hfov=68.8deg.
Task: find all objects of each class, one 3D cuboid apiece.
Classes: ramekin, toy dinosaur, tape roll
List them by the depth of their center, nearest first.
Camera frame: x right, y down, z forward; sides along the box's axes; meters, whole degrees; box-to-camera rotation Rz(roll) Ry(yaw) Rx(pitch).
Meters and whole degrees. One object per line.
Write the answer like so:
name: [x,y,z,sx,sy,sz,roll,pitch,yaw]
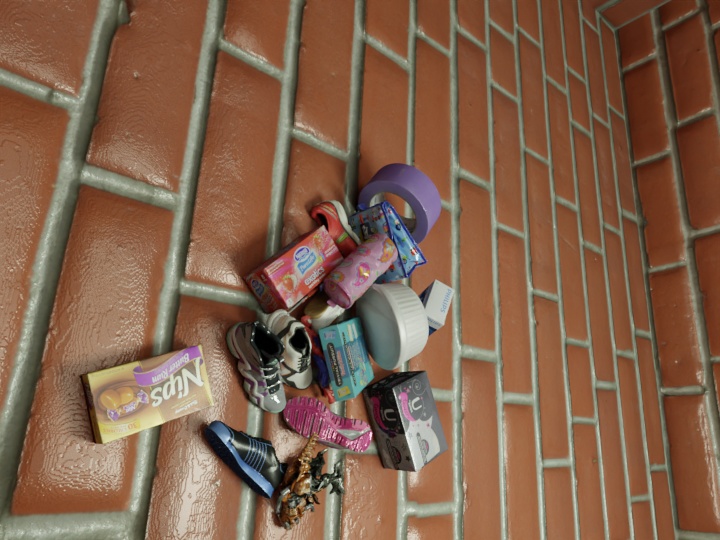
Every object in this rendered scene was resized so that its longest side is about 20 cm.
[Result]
toy dinosaur: [-0.104,0.419,1.042,0.135,0.201,0.102,-2,41,-45]
ramekin: [0.076,0.121,1.227,0.093,0.202,0.205,-15,89,-26]
tape roll: [0.098,-0.163,1.334,0.201,0.199,0.085,53,50,-18]

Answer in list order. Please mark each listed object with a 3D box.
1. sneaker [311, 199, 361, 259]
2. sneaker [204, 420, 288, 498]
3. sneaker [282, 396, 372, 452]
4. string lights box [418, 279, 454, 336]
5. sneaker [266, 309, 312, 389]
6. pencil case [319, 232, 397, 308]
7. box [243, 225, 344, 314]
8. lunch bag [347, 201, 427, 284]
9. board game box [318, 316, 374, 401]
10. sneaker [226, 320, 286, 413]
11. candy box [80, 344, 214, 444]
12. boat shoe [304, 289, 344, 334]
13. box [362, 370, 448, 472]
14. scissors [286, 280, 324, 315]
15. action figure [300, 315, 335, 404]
sneaker: [-0.059,-0.070,1.260,0.084,0.077,0.201,-23,81,-35]
sneaker: [-0.216,0.346,1.012,0.201,0.070,0.078,58,46,-23]
sneaker: [-0.079,0.337,1.127,0.199,0.088,0.082,28,61,-8]
string lights box: [0.153,0.116,1.304,0.059,0.200,0.103,28,57,-5]
sneaker: [-0.134,0.177,1.083,0.074,0.080,0.202,-40,132,-33]
pencil case: [0.000,0.000,1.176,0.200,0.087,0.088,-46,109,-33]
box: [-0.141,-0.003,1.148,0.200,0.095,0.100,-41,105,-40]
lunch bag: [0.047,-0.075,1.298,0.094,0.150,0.201,-34,101,-41]
board game box: [-0.027,0.188,1.162,0.200,0.046,0.153,0,76,-77]
sneaker: [-0.180,0.190,1.030,0.078,0.139,0.201,-35,102,-40]
candy box: [-0.366,0.211,0.918,0.199,0.056,0.118,-11,86,-42]
boat shoe: [-0.064,0.074,1.223,0.200,0.070,0.070,-46,136,-47]
box: [0.108,0.357,1.260,0.131,0.114,0.202,-16,89,-43]
scissors: [-0.124,0.064,1.136,0.014,0.073,0.200,52,35,-6]
action figure: [-0.089,0.189,1.146,0.051,0.065,0.202,-24,107,-10]
